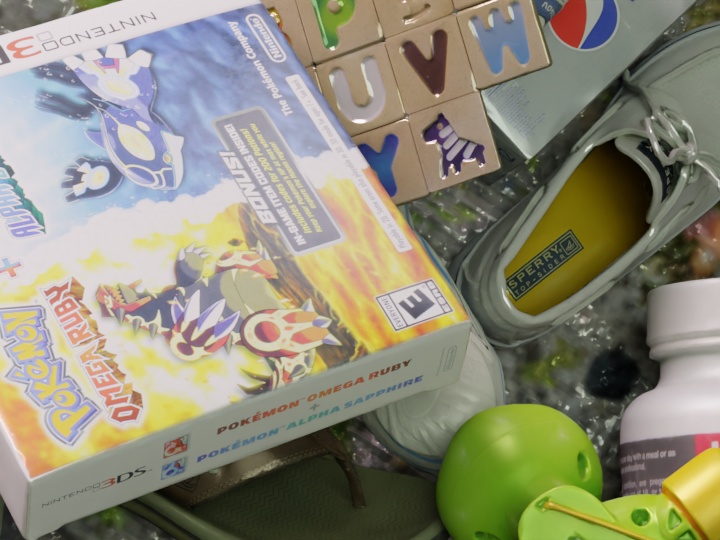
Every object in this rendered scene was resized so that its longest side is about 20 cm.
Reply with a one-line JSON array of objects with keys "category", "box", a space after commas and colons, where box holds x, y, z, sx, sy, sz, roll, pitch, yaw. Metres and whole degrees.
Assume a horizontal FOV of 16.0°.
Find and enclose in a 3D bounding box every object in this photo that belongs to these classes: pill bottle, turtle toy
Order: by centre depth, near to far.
[{"category": "turtle toy", "box": [0.103, 0.137, 1.000, 0.146, 0.101, 0.200, -36, 81, -3]}, {"category": "pill bottle", "box": [0.168, 0.107, 1.098, 0.110, 0.111, 0.201, 0, 82, -13]}]

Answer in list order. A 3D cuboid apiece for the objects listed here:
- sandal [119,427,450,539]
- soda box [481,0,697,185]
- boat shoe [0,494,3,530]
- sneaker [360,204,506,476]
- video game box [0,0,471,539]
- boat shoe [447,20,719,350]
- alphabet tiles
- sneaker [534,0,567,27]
[{"category": "sandal", "box": [-0.057, 0.073, 1.047, 0.200, 0.080, 0.057, 20, 122, 6]}, {"category": "soda box", "box": [0.113, -0.129, 1.142, 0.200, 0.068, 0.063, -44, 92, -14]}, {"category": "boat shoe", "box": [-0.185, 0.136, 0.995, 0.060, 0.202, 0.072, -20, 129, 21]}, {"category": "sneaker", "box": [0.000, 0.000, 1.105, 0.072, 0.073, 0.200, -24, 74, -8]}, {"category": "video game box", "box": [-0.084, -0.015, 0.971, 0.182, 0.047, 0.200, -21, 58, -21]}, {"category": "boat shoe", "box": [0.124, -0.044, 1.121, 0.202, 0.086, 0.075, -39, 96, -18]}, {"category": "alphabet tiles", "box": [-0.014, -0.122, 1.056, 0.166, 0.006, 0.201, -18, 86, 24]}, {"category": "sneaker", "box": [0.006, -0.168, 1.076, 0.200, 0.075, 0.088, 30, 75, 11]}]
